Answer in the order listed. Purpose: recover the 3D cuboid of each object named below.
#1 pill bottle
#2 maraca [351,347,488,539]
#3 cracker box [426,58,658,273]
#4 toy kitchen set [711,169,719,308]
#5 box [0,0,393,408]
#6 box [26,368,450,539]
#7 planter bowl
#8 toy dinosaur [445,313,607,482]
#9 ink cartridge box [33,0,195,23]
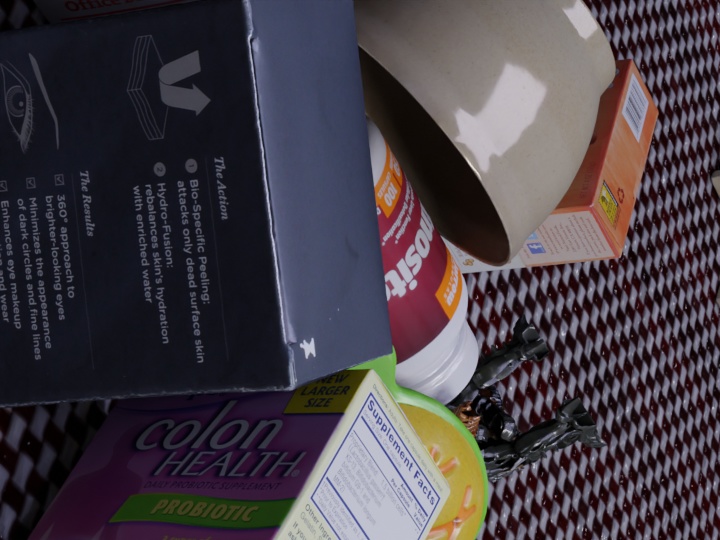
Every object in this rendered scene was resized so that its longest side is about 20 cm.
[{"bbox_3d":[0.000,0.000,1.545,0.200,0.113,0.113,58,39,-40],"label":"pill bottle"},{"bbox_3d":[0.003,0.125,1.526,0.200,0.137,0.107,57,-1,-31],"label":"maraca"},{"bbox_3d":[0.089,-0.066,1.626,0.058,0.199,0.134,56,40,-39],"label":"cracker box"},{"bbox_3d":[0.440,-0.022,2.277,0.200,0.180,0.163,59,39,-32],"label":"toy kitchen set"},{"bbox_3d":[-0.103,-0.037,1.275,0.117,0.199,0.198,-12,97,-61],"label":"box"},{"bbox_3d":[-0.080,0.156,1.275,0.097,0.175,0.200,58,47,-31],"label":"box"},{"bbox_3d":[0.072,-0.121,1.502,0.135,0.200,0.200,-41,130,-12],"label":"planter bowl"},{"bbox_3d":[0.085,0.112,1.644,0.102,0.135,0.200,58,1,-9],"label":"toy dinosaur"},{"bbox_3d":[-0.106,-0.148,1.375,0.200,0.115,0.068,55,40,-41],"label":"ink cartridge box"}]
